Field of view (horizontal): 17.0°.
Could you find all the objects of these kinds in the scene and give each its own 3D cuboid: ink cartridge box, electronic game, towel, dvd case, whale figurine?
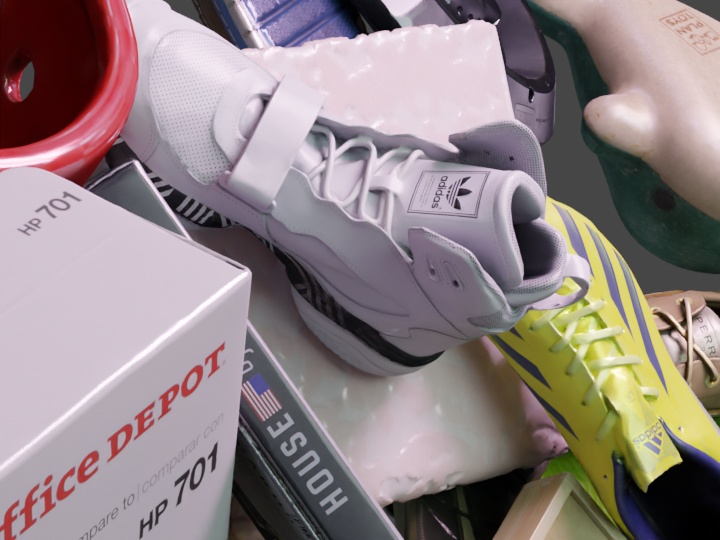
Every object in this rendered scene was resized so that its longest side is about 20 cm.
[{"bbox_3d":[-0.110,0.095,0.686,0.086,0.201,0.146,26,40,22],"label":"ink cartridge box"},{"bbox_3d":[0.027,-0.140,1.143,0.200,0.042,0.200,45,21,-23],"label":"electronic game"},{"bbox_3d":[0.000,0.000,0.978,0.199,0.032,0.192,-11,88,-43],"label":"towel"},{"bbox_3d":[-0.048,0.038,0.799,0.025,0.200,0.151,-36,94,-10],"label":"dvd case"},{"bbox_3d":[0.155,-0.081,1.259,0.200,0.104,0.159,45,40,16],"label":"whale figurine"}]

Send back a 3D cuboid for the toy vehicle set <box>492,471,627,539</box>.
[{"bbox_3d":[0.071,0.190,0.939,0.124,0.026,0.200,51,46,-16],"label":"toy vehicle set"}]

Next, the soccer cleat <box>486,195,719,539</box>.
[{"bbox_3d":[0.101,0.047,0.979,0.200,0.065,0.084,54,7,-23],"label":"soccer cleat"}]

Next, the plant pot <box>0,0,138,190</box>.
[{"bbox_3d":[-0.197,-0.046,0.772,0.200,0.183,0.201,27,34,-20],"label":"plant pot"}]

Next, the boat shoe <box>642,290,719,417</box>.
[{"bbox_3d":[0.153,0.040,1.193,0.200,0.066,0.074,-8,74,-51],"label":"boat shoe"}]

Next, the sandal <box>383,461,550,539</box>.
[{"bbox_3d":[0.037,0.100,1.049,0.080,0.057,0.201,30,31,-10],"label":"sandal"}]

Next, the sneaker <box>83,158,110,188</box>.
[{"bbox_3d":[-0.095,0.016,0.951,0.131,0.079,0.200,56,43,-7],"label":"sneaker"}]

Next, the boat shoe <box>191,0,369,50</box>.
[{"bbox_3d":[-0.026,-0.063,1.064,0.072,0.072,0.201,-32,90,-48],"label":"boat shoe"}]

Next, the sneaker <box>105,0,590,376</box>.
[{"bbox_3d":[-0.005,-0.038,0.879,0.200,0.115,0.075,42,55,-29],"label":"sneaker"}]
